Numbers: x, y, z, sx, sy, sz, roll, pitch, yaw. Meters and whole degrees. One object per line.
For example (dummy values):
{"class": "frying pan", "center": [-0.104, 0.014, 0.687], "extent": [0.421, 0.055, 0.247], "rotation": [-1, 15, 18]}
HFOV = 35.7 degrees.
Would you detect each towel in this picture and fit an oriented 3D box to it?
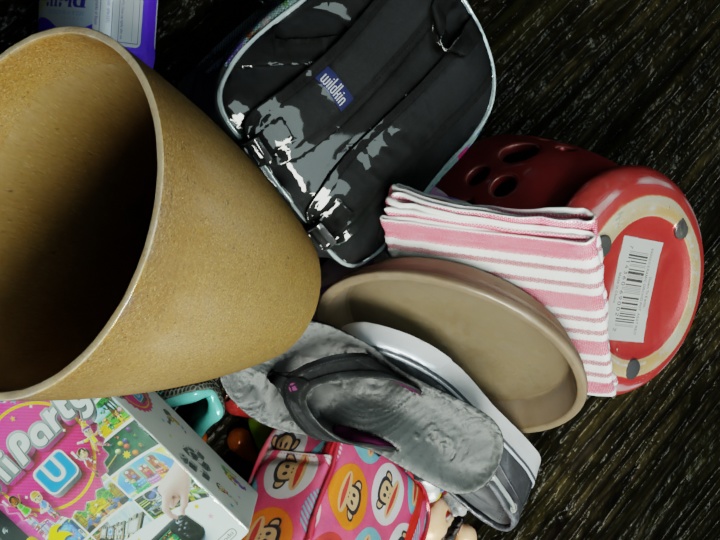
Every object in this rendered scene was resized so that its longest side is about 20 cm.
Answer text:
{"class": "towel", "center": [0.101, 0.019, 0.767], "extent": [0.201, 0.144, 0.030], "rotation": [68, 39, -50]}

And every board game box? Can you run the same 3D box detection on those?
{"class": "board game box", "center": [-0.184, 0.129, 0.698], "extent": [0.147, 0.064, 0.200], "rotation": [-43, 99, 9]}

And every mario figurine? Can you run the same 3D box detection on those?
{"class": "mario figurine", "center": [0.066, 0.178, 0.930], "extent": [0.122, 0.105, 0.204], "rotation": [-11, 104, -34]}

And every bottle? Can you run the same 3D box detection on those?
{"class": "bottle", "center": [-0.168, -0.150, 0.709], "extent": [0.065, 0.083, 0.204], "rotation": [-3, 102, -43]}

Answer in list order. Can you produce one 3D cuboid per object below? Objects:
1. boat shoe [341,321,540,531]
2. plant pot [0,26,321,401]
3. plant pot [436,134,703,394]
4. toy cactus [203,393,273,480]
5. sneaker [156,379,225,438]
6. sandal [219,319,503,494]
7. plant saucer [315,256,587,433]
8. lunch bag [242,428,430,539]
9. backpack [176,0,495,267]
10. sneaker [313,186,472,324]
{"class": "boat shoe", "center": [0.052, 0.116, 0.795], "extent": [0.200, 0.071, 0.068], "rotation": [44, 53, -28]}
{"class": "plant pot", "center": [-0.113, -0.011, 0.632], "extent": [0.199, 0.184, 0.190], "rotation": [20, 89, -55]}
{"class": "plant pot", "center": [0.167, -0.002, 0.915], "extent": [0.198, 0.181, 0.205], "rotation": [-10, 106, -35]}
{"class": "toy cactus", "center": [-0.080, 0.201, 0.850], "extent": [0.164, 0.101, 0.204], "rotation": [24, 77, -46]}
{"class": "sneaker", "center": [-0.166, 0.139, 0.767], "extent": [0.077, 0.091, 0.202], "rotation": [41, 77, -32]}
{"class": "sandal", "center": [0.004, 0.086, 0.726], "extent": [0.197, 0.048, 0.077], "rotation": [21, 90, -6]}
{"class": "plant saucer", "center": [0.064, 0.052, 0.785], "extent": [0.200, 0.198, 0.030], "rotation": [44, 53, -32]}
{"class": "lunch bag", "center": [-0.024, 0.219, 0.792], "extent": [0.177, 0.081, 0.202], "rotation": [55, 48, -43]}
{"class": "backpack", "center": [-0.010, -0.124, 0.780], "extent": [0.200, 0.150, 0.178], "rotation": [-45, 115, -12]}
{"class": "sneaker", "center": [0.000, 0.000, 0.866], "extent": [0.199, 0.089, 0.081], "rotation": [-38, 139, 3]}
